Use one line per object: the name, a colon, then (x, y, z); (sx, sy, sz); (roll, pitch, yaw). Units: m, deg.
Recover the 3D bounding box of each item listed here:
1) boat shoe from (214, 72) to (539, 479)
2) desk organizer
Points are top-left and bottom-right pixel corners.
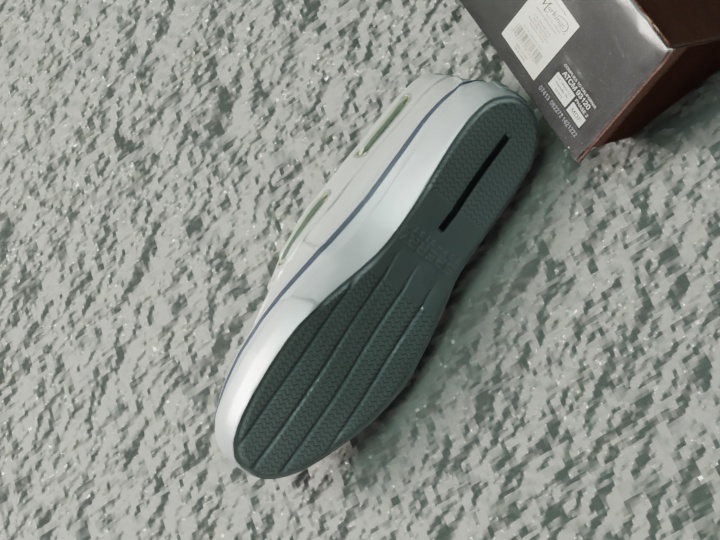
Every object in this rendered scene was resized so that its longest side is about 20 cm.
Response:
boat shoe: (0.000, 0.000, 0.756); (0.200, 0.074, 0.067); (-50, 39, -9)
desk organizer: (0.082, -0.152, 0.757); (0.200, 0.077, 0.072); (57, 136, 19)
